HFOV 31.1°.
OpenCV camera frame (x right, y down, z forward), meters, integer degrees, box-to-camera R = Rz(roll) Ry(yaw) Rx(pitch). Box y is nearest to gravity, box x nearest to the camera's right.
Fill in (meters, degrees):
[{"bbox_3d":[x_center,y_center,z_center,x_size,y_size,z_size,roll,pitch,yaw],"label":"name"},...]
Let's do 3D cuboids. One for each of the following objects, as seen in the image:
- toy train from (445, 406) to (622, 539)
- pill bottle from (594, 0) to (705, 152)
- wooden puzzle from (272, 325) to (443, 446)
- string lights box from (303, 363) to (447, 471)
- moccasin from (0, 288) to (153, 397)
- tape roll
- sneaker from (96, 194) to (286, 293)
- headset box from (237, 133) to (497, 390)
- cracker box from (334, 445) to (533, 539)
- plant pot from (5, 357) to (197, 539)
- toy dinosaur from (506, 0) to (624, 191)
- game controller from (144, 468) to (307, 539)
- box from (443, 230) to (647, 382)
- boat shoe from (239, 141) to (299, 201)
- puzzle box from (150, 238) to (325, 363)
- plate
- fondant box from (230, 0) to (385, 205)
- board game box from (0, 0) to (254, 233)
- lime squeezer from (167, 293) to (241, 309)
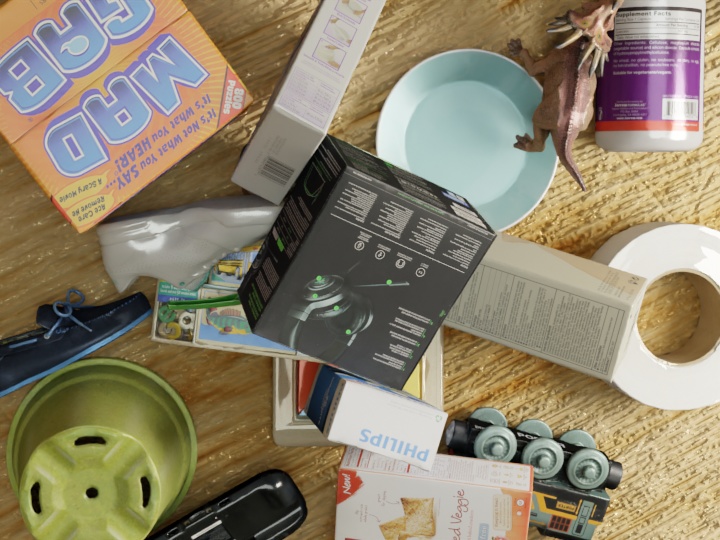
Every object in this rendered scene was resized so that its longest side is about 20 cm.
[{"bbox_3d":[0.179,0.222,1.389,0.199,0.085,0.114,15,102,-9],"label":"toy train"},{"bbox_3d":[0.302,-0.224,1.351,0.112,0.112,0.201,0,94,-8],"label":"pill bottle"},{"bbox_3d":[-0.001,0.090,1.373,0.184,0.037,0.201,0,95,-8],"label":"wooden puzzle"},{"bbox_3d":[0.010,0.140,1.259,0.102,0.200,0.059,19,88,-9],"label":"string lights box"},{"bbox_3d":[-0.310,0.065,1.308,0.200,0.080,0.068,-27,93,-6],"label":"moccasin"},{"bbox_3d":[0.335,0.048,1.399,0.202,0.071,0.203,-1,94,-8],"label":"tape roll"},{"bbox_3d":[-0.160,-0.023,1.300,0.199,0.075,0.089,-9,101,7],"label":"sneaker"},{"bbox_3d":[0.000,0.000,1.245,0.174,0.093,0.200,22,107,-24],"label":"headset box"},{"bbox_3d":[0.074,0.262,1.345,0.199,0.058,0.134,6,113,8],"label":"cracker box"},{"bbox_3d":[-0.260,0.198,1.272,0.200,0.184,0.201,-1,95,-7],"label":"plant pot"},{"bbox_3d":[0.212,-0.183,1.306,0.086,0.136,0.201,1,88,-15],"label":"toy dinosaur"},{"bbox_3d":[-0.151,0.278,1.347,0.200,0.042,0.104,-30,130,-5],"label":"game controller"},{"bbox_3d":[0.180,0.030,1.321,0.199,0.078,0.095,20,118,16],"label":"box"},{"bbox_3d":[-0.030,-0.081,1.341,0.199,0.074,0.076,18,49,-2],"label":"boat shoe"},{"bbox_3d":[-0.111,0.020,1.338,0.199,0.025,0.134,7,89,1],"label":"puzzle box"},{"bbox_3d":[0.113,-0.134,1.377,0.199,0.026,0.201,-1,95,-9],"label":"plate"},{"bbox_3d":[-0.047,-0.182,1.250,0.058,0.144,0.200,26,59,-9],"label":"fondant box"},{"bbox_3d":[-0.243,-0.178,1.235,0.200,0.200,0.200,-37,98,-3],"label":"board game box"},{"bbox_3d":[-0.092,0.009,1.294,0.200,0.071,0.038,-30,55,5],"label":"lime squeezer"}]
